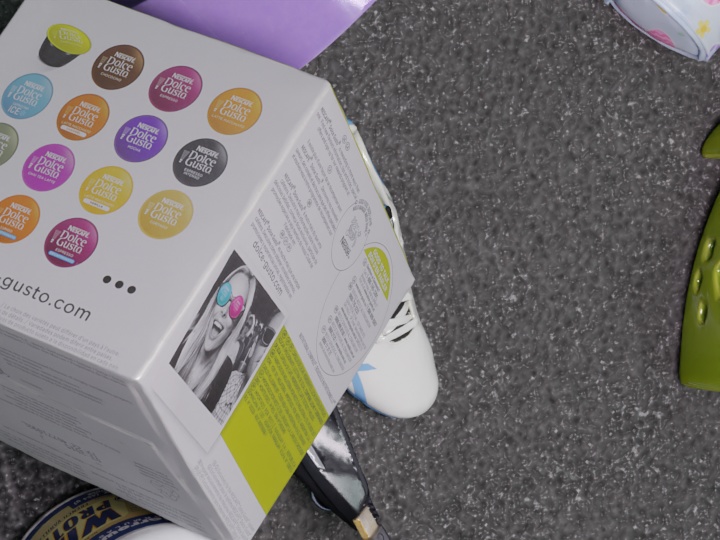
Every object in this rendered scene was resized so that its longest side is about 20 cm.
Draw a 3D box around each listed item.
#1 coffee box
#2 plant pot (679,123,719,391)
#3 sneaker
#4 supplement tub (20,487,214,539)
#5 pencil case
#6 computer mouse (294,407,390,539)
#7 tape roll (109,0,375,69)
[{"bbox_3d":[-0.118,-0.004,1.616,0.198,0.199,0.200,-57,151,-20],"label":"coffee box"},{"bbox_3d":[0.323,-0.015,1.833,0.199,0.199,0.183,0,89,-19],"label":"plant pot"},{"bbox_3d":[0.000,0.000,1.780,0.072,0.072,0.201,-29,104,-27],"label":"sneaker"},{"bbox_3d":[-0.119,0.208,1.694,0.144,0.200,0.145,-2,96,-19],"label":"supplement tub"},{"bbox_3d":[0.235,-0.228,1.836,0.091,0.083,0.200,39,83,-15],"label":"pencil case"},{"bbox_3d":[-0.021,0.123,1.758,0.046,0.140,0.201,-22,103,-2],"label":"computer mouse"},{"bbox_3d":[-0.044,-0.191,1.680,0.085,0.200,0.200,45,81,-19],"label":"tape roll"}]
